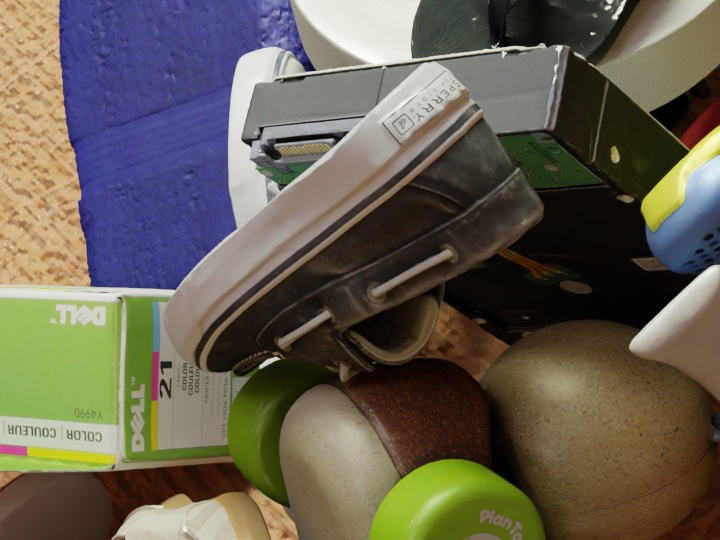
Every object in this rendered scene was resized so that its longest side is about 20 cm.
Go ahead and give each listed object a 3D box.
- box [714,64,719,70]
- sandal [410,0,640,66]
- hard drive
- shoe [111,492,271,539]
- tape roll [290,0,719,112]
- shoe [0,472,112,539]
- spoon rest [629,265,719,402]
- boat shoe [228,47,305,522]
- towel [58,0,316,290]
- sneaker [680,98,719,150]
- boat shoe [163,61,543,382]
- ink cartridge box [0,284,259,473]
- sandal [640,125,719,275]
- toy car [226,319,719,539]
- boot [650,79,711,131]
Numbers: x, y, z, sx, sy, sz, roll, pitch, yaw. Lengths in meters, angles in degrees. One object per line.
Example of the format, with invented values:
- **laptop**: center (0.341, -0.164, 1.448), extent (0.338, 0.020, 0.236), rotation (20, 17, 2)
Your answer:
- **box**: center (0.123, -0.124, 0.985), extent (0.199, 0.049, 0.082), rotation (-14, 47, 1)
- **sandal**: center (0.087, -0.134, 0.885), extent (0.075, 0.048, 0.200), rotation (28, 59, 32)
- **hard drive**: center (0.068, -0.021, 0.867), extent (0.139, 0.200, 0.038), rotation (-4, 66, 38)
- **shoe**: center (-0.065, 0.124, 0.895), extent (0.053, 0.070, 0.200), rotation (-22, 2, -14)
- **tape roll**: center (0.066, -0.134, 0.948), extent (0.202, 0.037, 0.203), rotation (-7, 48, 8)
- **shoe**: center (-0.201, 0.152, 1.028), extent (0.200, 0.071, 0.091), rotation (-51, 45, -6)
- **spoon rest**: center (0.171, 0.084, 0.745), extent (0.099, 0.061, 0.200), rotation (-43, 76, 10)
- **boat shoe**: center (-0.001, 0.000, 0.966), extent (0.086, 0.075, 0.203), rotation (-11, 76, 13)
- **towel**: center (-0.073, -0.074, 1.085), extent (0.147, 0.049, 0.201), rotation (-16, 77, 33)
- **sneaker**: center (0.194, -0.105, 0.913), extent (0.200, 0.113, 0.071), rotation (-30, 39, 13)
- **boat shoe**: center (-0.007, 0.004, 0.785), extent (0.072, 0.071, 0.200), rotation (-38, -1, -31)
- **ink cartridge box**: center (-0.155, 0.044, 0.983), extent (0.147, 0.200, 0.076), rotation (2, 89, 36)
- **sandal**: center (0.188, -0.010, 0.796), extent (0.080, 0.199, 0.087), rotation (-50, 46, 51)
- **toy car**: center (0.079, 0.083, 0.842), extent (0.199, 0.158, 0.164), rotation (-23, 22, -17)
- **boot**: center (0.043, -0.077, 1.048), extent (0.200, 0.069, 0.174), rotation (-32, 40, 10)
